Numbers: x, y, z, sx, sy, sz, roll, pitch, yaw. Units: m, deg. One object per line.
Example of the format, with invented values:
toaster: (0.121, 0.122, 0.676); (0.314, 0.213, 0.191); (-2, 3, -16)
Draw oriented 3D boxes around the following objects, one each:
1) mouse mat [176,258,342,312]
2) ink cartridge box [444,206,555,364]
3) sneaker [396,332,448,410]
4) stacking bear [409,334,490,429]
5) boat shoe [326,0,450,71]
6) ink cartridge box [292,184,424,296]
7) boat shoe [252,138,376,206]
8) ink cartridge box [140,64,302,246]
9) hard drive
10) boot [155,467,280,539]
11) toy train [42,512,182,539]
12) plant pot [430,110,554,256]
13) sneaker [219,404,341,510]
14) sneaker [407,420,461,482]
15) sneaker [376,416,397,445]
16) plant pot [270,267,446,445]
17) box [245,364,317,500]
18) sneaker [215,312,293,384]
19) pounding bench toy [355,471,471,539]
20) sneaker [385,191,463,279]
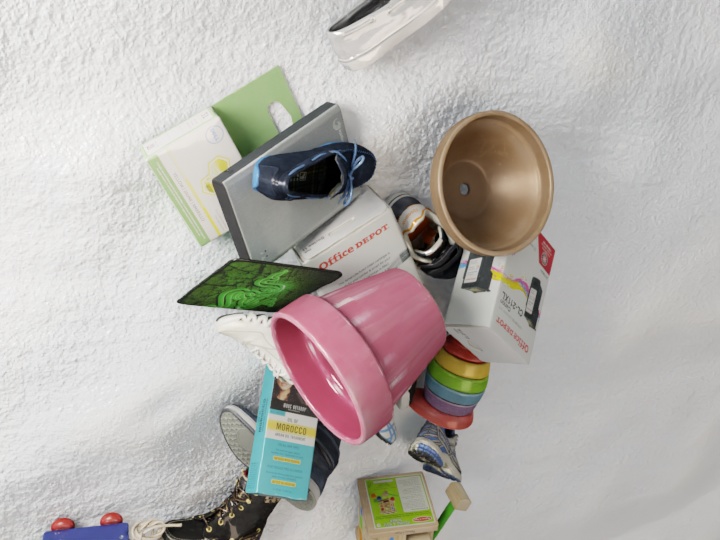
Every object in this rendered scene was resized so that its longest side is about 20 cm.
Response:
mouse mat: (-0.136, 0.024, 1.044); (0.159, 0.008, 0.199); (7, 160, -32)
ink cartridge box: (0.218, 0.026, 1.217); (0.146, 0.082, 0.202); (39, 61, -44)
sneaker: (0.096, 0.134, 1.289); (0.111, 0.073, 0.202); (-19, 126, -16)
stacking bear: (0.167, 0.152, 1.324); (0.120, 0.114, 0.202); (4, 113, -31)
boat shoe: (0.043, -0.334, 0.973); (0.199, 0.072, 0.069); (-36, 131, 6)
ink cartridge box: (0.000, 0.000, 1.142); (0.146, 0.083, 0.201); (-32, 130, -7)
boat shoe: (-0.043, -0.111, 0.984); (0.199, 0.068, 0.085); (-24, 124, -43)
ink cartridge box: (-0.153, -0.142, 0.991); (0.199, 0.048, 0.146); (-31, 130, -6)
hard drive: (-0.088, -0.108, 1.016); (0.200, 0.033, 0.141); (-41, 134, -29)
boot: (-0.215, 0.386, 1.272); (0.199, 0.073, 0.151); (20, 109, -41)
toy train: (-0.372, 0.432, 1.196); (0.197, 0.085, 0.117); (-1, 132, -17)
plant pot: (0.173, -0.121, 1.136); (0.198, 0.092, 0.204); (0, 90, -26)
sneaker: (-0.118, 0.259, 1.249); (0.202, 0.146, 0.077); (46, 129, -4)
sneaker: (0.152, 0.325, 1.439); (0.086, 0.076, 0.200); (-66, 153, -20)
sneaker: (0.030, 0.220, 1.311); (0.072, 0.072, 0.201); (-37, 134, -13)
plant pot: (0.008, 0.096, 1.044); (0.178, 0.199, 0.202); (-33, 131, -24)
box: (-0.108, 0.230, 1.164); (0.081, 0.049, 0.203); (16, 69, -24)
sneaker: (-0.115, 0.114, 1.127); (0.198, 0.075, 0.082); (20, 76, -20)
pounding bench toy: (0.097, 0.470, 1.440); (0.197, 0.125, 0.158); (-4, 123, -9)
sneaker: (0.108, -0.034, 1.188); (0.079, 0.079, 0.200); (-47, 132, 4)
